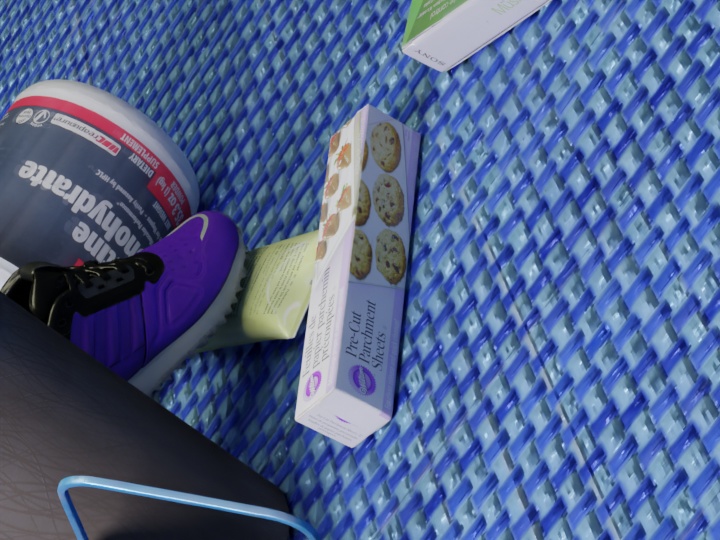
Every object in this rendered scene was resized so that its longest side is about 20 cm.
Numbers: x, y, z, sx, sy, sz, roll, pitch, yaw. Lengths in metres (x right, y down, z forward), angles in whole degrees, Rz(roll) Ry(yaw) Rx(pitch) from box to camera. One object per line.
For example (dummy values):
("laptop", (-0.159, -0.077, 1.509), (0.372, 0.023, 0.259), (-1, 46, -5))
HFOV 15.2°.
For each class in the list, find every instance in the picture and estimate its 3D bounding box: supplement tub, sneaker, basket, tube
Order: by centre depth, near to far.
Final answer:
("basket", (-0.149, 0.126, 1.430), (0.181, 0.200, 0.136), (-65, 24, -1))
("sneaker", (-0.148, 0.023, 1.521), (0.069, 0.100, 0.200), (1, 46, 55))
("tube", (-0.077, 0.020, 1.593), (0.200, 0.052, 0.058), (-15, 87, 55))
("supplement tub", (-0.205, -0.008, 1.714), (0.140, 0.140, 0.200), (-19, 35, 58))

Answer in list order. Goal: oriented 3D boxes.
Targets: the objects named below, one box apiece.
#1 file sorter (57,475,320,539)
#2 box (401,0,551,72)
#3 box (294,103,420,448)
("file sorter", (-0.098, 0.212, 1.261), (0.123, 0.138, 0.201), (82, -160, -61))
("box", (0.091, -0.223, 1.509), (0.144, 0.036, 0.201), (-31, 38, 51))
("box", (0.000, 0.000, 1.457), (0.039, 0.041, 0.200), (-40, 32, 42))
